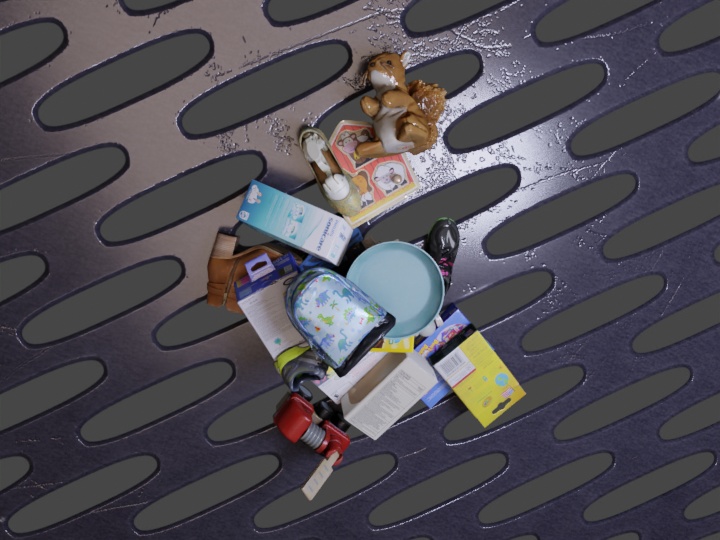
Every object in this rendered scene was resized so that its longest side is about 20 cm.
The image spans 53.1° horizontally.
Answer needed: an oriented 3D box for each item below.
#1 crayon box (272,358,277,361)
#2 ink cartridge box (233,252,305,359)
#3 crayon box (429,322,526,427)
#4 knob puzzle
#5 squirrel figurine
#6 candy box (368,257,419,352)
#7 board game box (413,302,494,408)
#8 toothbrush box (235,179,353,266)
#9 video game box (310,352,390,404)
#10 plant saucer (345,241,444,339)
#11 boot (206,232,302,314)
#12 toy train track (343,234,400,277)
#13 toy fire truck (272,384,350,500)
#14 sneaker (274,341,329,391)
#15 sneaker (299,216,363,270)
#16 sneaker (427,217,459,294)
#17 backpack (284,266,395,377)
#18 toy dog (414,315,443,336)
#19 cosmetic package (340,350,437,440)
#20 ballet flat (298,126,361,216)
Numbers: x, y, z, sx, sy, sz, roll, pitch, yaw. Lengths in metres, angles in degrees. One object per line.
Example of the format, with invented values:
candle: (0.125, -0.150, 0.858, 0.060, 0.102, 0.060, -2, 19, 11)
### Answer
crayon box: (-0.123, 0.093, 1.549, 0.197, 0.052, 0.127, -24, 107, 0)
ink cartridge box: (-0.163, 0.060, 1.440, 0.135, 0.077, 0.202, -27, 127, -1)
crayon box: (0.259, 0.234, 1.592, 0.126, 0.051, 0.201, -38, 106, 4)
knob puzzle: (0.008, -0.215, 1.473, 0.215, 0.030, 0.224, 0, 91, -8)
squirrel figurine: (0.080, -0.332, 1.430, 0.198, 0.140, 0.190, -3, 79, -45)
candy box: (0.064, 0.070, 1.465, 0.100, 0.026, 0.204, 1, 109, -3)
board game box: (0.183, 0.193, 1.621, 0.200, 0.045, 0.135, -43, 106, 5)
toothbrush box: (-0.124, -0.090, 1.412, 0.197, 0.146, 0.087, 23, 87, 8)
video game box: (-0.030, 0.176, 1.552, 0.199, 0.047, 0.182, -37, 128, 8)
plant saucer: (0.066, 0.036, 1.421, 0.196, 0.036, 0.204, 0, 108, 1)
boot: (-0.224, 0.017, 1.492, 0.196, 0.074, 0.158, 14, 98, 13)
toy train track: (0.000, 0.000, 1.479, 0.199, 0.033, 0.116, -35, 69, 8)
toy fire truck: (-0.109, 0.371, 1.549, 0.175, 0.200, 0.129, 39, 97, -16)
sneaker: (-0.078, 0.174, 1.451, 0.199, 0.082, 0.074, -35, 143, 10)
sneaker: (-0.078, -0.021, 1.516, 0.200, 0.066, 0.078, -44, 105, 5)
sneaker: (0.176, -0.012, 1.544, 0.075, 0.084, 0.204, 5, 105, -9)
backpack: (-0.053, 0.082, 1.356, 0.163, 0.154, 0.200, -43, 85, 2)
toy dog: (0.082, 0.066, 1.537, 0.096, 0.132, 0.202, -33, 87, -7)
cosmetic package: (0.060, 0.260, 1.560, 0.200, 0.071, 0.105, -44, 116, 14)
ballet flat: (-0.065, -0.196, 1.430, 0.070, 0.071, 0.202, -29, 87, 1)
